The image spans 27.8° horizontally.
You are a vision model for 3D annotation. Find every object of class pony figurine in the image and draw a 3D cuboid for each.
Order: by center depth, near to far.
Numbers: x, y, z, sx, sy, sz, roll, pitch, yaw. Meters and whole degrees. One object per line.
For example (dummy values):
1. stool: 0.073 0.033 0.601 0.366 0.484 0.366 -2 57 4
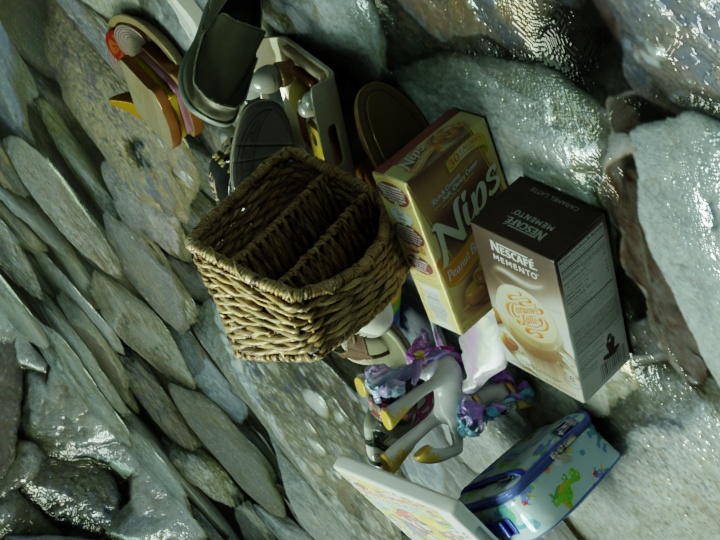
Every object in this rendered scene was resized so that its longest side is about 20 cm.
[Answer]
1. pony figurine: 0.099 0.123 1.669 0.167 0.200 0.193 6 116 65

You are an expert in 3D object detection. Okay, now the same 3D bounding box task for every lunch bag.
1. lunch bag: 0.197 0.246 1.671 0.082 0.161 0.200 50 158 1

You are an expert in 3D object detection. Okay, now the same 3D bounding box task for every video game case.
1. video game case: 0.084 0.289 1.672 0.200 0.023 0.182 14 154 48

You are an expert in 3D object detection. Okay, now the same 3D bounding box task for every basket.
1. basket: -0.050 -0.021 1.439 0.143 0.200 0.149 -1 121 37

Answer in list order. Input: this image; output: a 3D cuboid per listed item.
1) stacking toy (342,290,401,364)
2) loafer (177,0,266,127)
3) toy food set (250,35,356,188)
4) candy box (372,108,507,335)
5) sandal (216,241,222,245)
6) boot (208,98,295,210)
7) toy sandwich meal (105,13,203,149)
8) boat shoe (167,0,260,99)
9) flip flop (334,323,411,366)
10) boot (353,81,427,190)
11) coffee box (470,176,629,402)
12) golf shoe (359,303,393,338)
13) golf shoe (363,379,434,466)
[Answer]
1. stacking toy: 0.017 0.030 1.789 0.085 0.085 0.200 41 149 21
2. loafer: -0.145 -0.242 1.557 0.075 0.200 0.070 19 142 -21
3. toy food set: -0.067 -0.163 1.585 0.200 0.060 0.144 -133 26 -58
4. candy box: 0.097 -0.048 1.468 0.055 0.115 0.200 23 145 45
5. sandal: -0.097 0.032 1.668 0.203 0.050 0.082 35 -164 -28
6. boot: -0.123 -0.114 1.615 0.151 0.073 0.200 -126 28 -57
7. toy sandwich meal: -0.282 -0.244 1.914 0.205 0.070 0.205 40 155 23
8. boat shoe: -0.175 -0.286 1.673 0.200 0.072 0.069 50 179 -16
9. flip flop: -0.020 0.070 1.753 0.200 0.058 0.081 40 142 -1
10. boot: 0.026 -0.114 1.573 0.200 0.077 0.155 52 162 -22
11. coffee box: 0.191 0.020 1.446 0.114 0.080 0.200 28 148 41
12. golf shoe: 0.000 0.000 1.649 0.097 0.078 0.200 -8 131 34
13. golf shoe: 0.047 0.173 1.804 0.073 0.200 0.092 19 110 15
